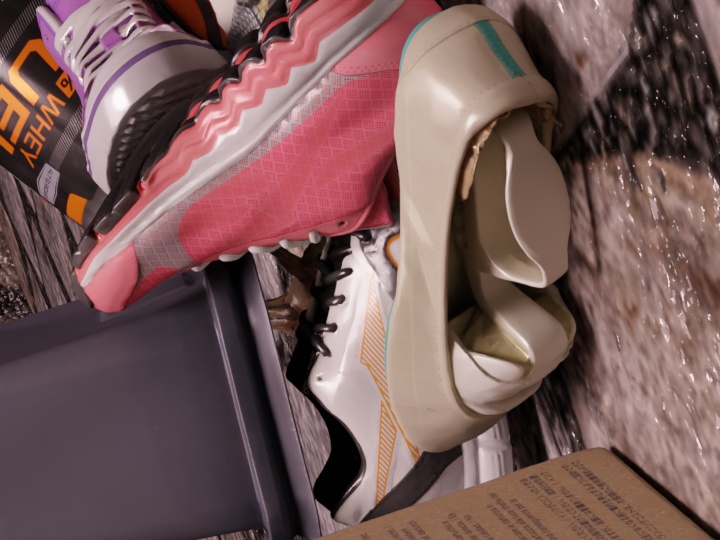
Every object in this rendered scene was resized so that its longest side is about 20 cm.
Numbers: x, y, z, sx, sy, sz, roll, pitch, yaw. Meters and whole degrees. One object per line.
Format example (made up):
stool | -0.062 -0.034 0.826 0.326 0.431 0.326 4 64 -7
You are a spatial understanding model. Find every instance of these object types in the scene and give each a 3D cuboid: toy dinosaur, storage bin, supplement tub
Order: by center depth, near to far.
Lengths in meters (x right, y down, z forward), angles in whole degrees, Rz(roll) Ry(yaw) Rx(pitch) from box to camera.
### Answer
storage bin | -0.102 0.051 0.988 0.200 0.134 0.146 -140 36 -81
toy dinosaur | 0.000 0.000 1.045 0.101 0.058 0.200 58 159 -20
supplement tub | -0.139 -0.097 1.155 0.200 0.123 0.123 36 160 7

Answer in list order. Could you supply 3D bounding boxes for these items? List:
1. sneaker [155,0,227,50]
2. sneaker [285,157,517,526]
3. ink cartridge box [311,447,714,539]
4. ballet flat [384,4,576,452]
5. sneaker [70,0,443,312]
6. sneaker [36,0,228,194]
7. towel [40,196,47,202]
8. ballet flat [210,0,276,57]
sneaker | -0.068 -0.186 0.980 0.112 0.078 0.200 -143 37 -70
sneaker | 0.009 0.012 0.910 0.074 0.080 0.200 -151 51 -74
ink cartridge box | 0.049 0.142 0.741 0.200 0.165 0.075 -137 32 -66
ballet flat | 0.045 0.001 0.811 0.069 0.069 0.200 -121 19 -45
sneaker | -0.032 -0.032 0.859 0.087 0.200 0.074 41 -146 -12
sneaker | -0.106 -0.090 0.987 0.114 0.073 0.200 54 175 5
towel | -0.213 -0.150 1.311 0.145 0.022 0.200 -133 26 -59
ballet flat | -0.031 -0.129 0.907 0.200 0.072 0.072 108 142 -66
